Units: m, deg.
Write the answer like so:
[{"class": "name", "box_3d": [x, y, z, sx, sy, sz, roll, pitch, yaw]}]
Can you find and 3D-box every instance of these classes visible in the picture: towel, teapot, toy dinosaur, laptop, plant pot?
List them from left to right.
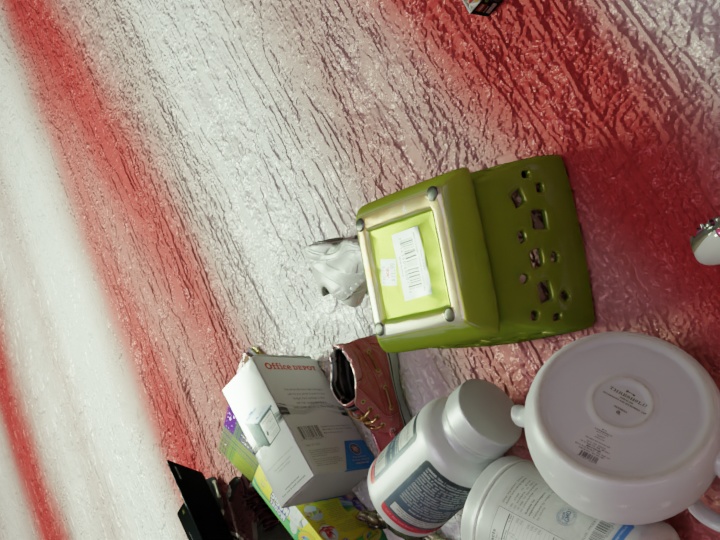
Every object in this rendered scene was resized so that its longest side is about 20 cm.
[{"class": "laptop", "box_3d": [-0.280, 0.438, 1.386, 0.178, 0.103, 0.201, 56, 129, 31]}, {"class": "towel", "box_3d": [-0.173, 0.244, 1.382, 0.143, 0.023, 0.202, 30, 109, 42]}, {"class": "toy dinosaur", "box_3d": [0.073, 0.340, 1.116, 0.199, 0.047, 0.089, 14, 120, 47]}, {"class": "plant pot", "box_3d": [0.114, -0.011, 0.920, 0.198, 0.180, 0.202, -16, 82, 49]}, {"class": "teapot", "box_3d": [0.259, 0.169, 0.807, 0.147, 0.196, 0.201, 71, -172, -45]}]

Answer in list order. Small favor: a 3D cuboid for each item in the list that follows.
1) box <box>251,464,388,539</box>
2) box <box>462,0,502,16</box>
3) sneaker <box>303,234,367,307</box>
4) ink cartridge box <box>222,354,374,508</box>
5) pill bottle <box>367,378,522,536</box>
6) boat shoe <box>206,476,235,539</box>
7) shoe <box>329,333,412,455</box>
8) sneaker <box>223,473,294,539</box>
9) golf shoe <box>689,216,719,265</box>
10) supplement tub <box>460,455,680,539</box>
[{"class": "box", "box_3d": [-0.057, 0.352, 1.210, 0.200, 0.117, 0.049, 39, 116, 39]}, {"class": "box", "box_3d": [0.170, -0.393, 0.915, 0.200, 0.035, 0.111, -44, 62, 42]}, {"class": "sneaker", "box_3d": [0.000, 0.000, 1.143, 0.199, 0.077, 0.100, -5, 98, 58]}, {"class": "ink cartridge box", "box_3d": [-0.088, 0.226, 1.197, 0.086, 0.146, 0.201, -48, 59, 22]}, {"class": "pill bottle", "box_3d": [0.104, 0.226, 1.009, 0.120, 0.119, 0.200, 58, 133, 26]}, {"class": "boat shoe", "box_3d": [-0.250, 0.466, 1.488, 0.201, 0.060, 0.076, 63, 155, 19]}, {"class": "shoe", "box_3d": [0.014, 0.190, 1.127, 0.071, 0.091, 0.202, -17, 82, 48]}, {"class": "sneaker", "box_3d": [-0.176, 0.399, 1.388, 0.199, 0.075, 0.117, 4, 95, 49]}, {"class": "golf shoe", "box_3d": [0.376, -0.028, 0.699, 0.199, 0.072, 0.093, -21, 80, 48]}, {"class": "supplement tub", "box_3d": [0.220, 0.291, 0.875, 0.199, 0.131, 0.133, 17, 107, 47]}]
